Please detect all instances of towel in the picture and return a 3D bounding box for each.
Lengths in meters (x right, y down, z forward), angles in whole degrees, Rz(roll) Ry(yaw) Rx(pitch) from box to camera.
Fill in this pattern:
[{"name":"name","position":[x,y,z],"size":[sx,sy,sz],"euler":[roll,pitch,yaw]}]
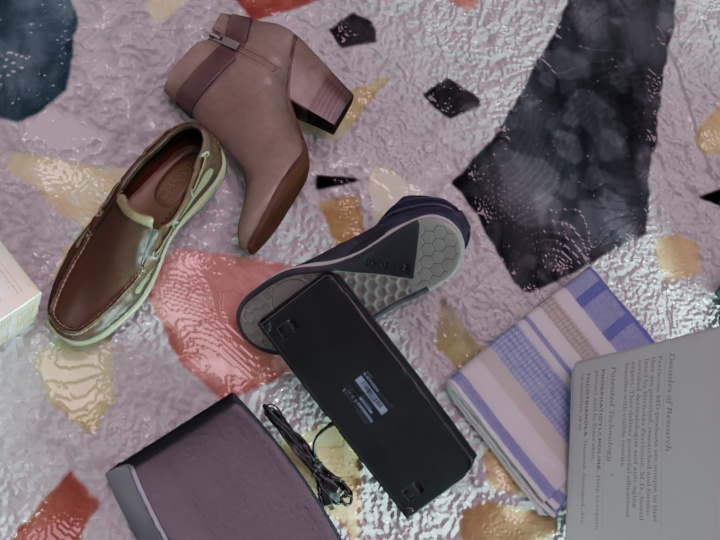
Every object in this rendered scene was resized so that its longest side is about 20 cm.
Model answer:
[{"name":"towel","position":[0.183,0.103,1.047],"size":[0.200,0.024,0.147],"euler":[-36,84,-28]}]

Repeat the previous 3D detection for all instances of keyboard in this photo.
[{"name":"keyboard","position":[-0.011,0.112,0.941],"size":[0.127,0.021,0.200],"euler":[-36,93,5]}]

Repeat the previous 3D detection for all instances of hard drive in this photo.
[{"name":"hard drive","position":[-0.088,0.202,0.901],"size":[0.135,0.042,0.200],"euler":[-31,81,-24]}]

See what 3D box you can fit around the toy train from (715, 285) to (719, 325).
[{"name":"toy train","position":[0.426,0.000,1.120],"size":[0.200,0.114,0.085],"euler":[-29,81,-26]}]

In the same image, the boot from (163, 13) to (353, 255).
[{"name":"boot","position":[-0.104,-0.127,1.025],"size":[0.146,0.070,0.200],"euler":[29,65,3]}]

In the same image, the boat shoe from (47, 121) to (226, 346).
[{"name":"boat shoe","position":[-0.182,-0.036,0.930],"size":[0.075,0.075,0.203],"euler":[29,74,7]}]

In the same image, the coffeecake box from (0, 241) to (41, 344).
[{"name":"coffeecake box","position":[-0.363,0.023,0.863],"size":[0.200,0.073,0.154],"euler":[-36,84,-27]}]

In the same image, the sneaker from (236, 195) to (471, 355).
[{"name":"sneaker","position":[0.001,0.001,1.001],"size":[0.202,0.146,0.077],"euler":[-22,100,14]}]

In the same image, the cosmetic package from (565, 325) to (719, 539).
[{"name":"cosmetic package","position":[0.289,0.152,0.945],"size":[0.167,0.200,0.167],"euler":[13,72,-23]}]
